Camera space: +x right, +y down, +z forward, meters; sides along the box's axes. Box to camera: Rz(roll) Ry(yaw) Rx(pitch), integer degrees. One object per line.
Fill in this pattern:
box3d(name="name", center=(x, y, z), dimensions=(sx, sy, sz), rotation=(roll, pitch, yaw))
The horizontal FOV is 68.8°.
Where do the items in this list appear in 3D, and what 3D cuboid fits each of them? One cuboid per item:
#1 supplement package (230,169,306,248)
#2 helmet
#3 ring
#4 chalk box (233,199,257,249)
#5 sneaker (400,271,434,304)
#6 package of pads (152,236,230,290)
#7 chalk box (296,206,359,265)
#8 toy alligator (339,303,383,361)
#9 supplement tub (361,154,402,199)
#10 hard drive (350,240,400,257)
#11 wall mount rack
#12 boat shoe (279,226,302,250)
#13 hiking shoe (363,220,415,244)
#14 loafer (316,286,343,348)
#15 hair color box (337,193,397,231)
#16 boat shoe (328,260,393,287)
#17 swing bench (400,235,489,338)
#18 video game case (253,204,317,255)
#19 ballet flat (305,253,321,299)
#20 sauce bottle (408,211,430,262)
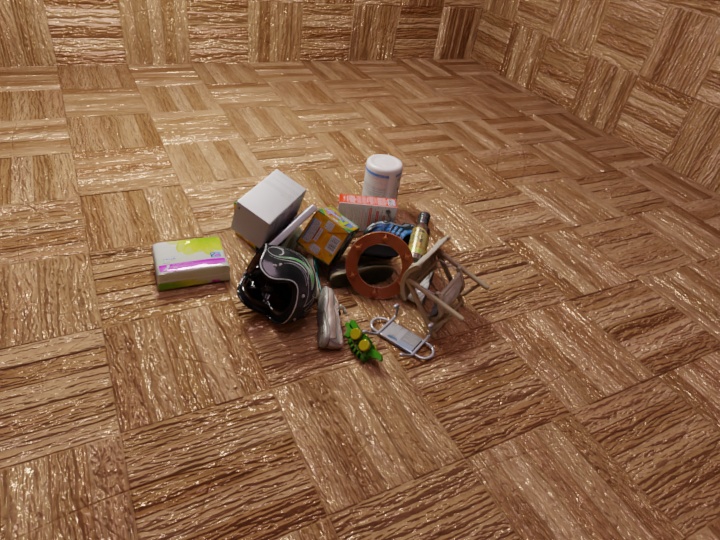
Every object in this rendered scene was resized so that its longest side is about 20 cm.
box3d(name="supplement package", center=(-0.269, -0.182, 1.548), dimensions=(0.117, 0.118, 0.200), rotation=(35, 48, 3))
box3d(name="helmet", center=(-0.209, 0.039, 1.400), dimensions=(0.190, 0.200, 0.201), rotation=(31, 33, -18))
box3d(name="ring", center=(0.055, -0.012, 1.517), dimensions=(0.199, 0.202, 0.019), rotation=(7, 16, -3))
box3d(name="chalk box", center=(-0.295, -0.177, 1.713), dimensions=(0.199, 0.125, 0.124), rotation=(-28, 51, -37))
box3d(name="sneaker", center=(0.180, 0.023, 1.601), dimensions=(0.080, 0.071, 0.201), rotation=(15, 38, 12))
box3d(name="package of pads", center=(-0.492, -0.026, 1.521), dimensions=(0.199, 0.069, 0.155), rotation=(-9, 41, -23))
box3d(name="chalk box", center=(-0.091, -0.112, 1.623), dimensions=(0.124, 0.125, 0.200), rotation=(36, 13, 3))
box3d(name="toy alligator", center=(-0.015, 0.174, 1.370), dimensions=(0.054, 0.059, 0.200), rotation=(-43, 59, 4))
box3d(name="supplement tub", center=(0.074, -0.301, 1.889), dimensions=(0.131, 0.201, 0.132), rotation=(6, 37, -5))
box3d(name="hard drive", center=(0.041, -0.061, 1.617), dimensions=(0.139, 0.033, 0.200), rotation=(7, -2, -3))
box3d(name="wall mount rack", center=(0.098, 0.170, 1.386), dimensions=(0.199, 0.075, 0.174), rotation=(28, 41, 24))
box3d(name="boat shoe", center=(-0.225, -0.069, 1.642), dimensions=(0.065, 0.074, 0.202), rotation=(46, 32, -16))
box3d(name="hiking shoe", center=(0.109, -0.118, 1.763), dimensions=(0.199, 0.075, 0.087), rotation=(-4, 38, -17))
box3d(name="loafer", center=(-0.080, 0.130, 1.419), dimensions=(0.063, 0.072, 0.201), rotation=(17, 41, -19))
box3d(name="hair color box", center=(0.019, -0.195, 1.814), dimensions=(0.198, 0.111, 0.064), rotation=(5, 37, -6))
box3d(name="boat shoe", center=(-0.001, 0.001, 1.589), dimensions=(0.199, 0.072, 0.066), rotation=(-9, 46, -16))
box3d(name="swing bench", center=(0.224, 0.041, 1.472), dimensions=(0.200, 0.130, 0.199), rotation=(51, 45, 2))
box3d(name="video game case", center=(-0.227, -0.112, 1.568), dimensions=(0.200, 0.182, 0.023), rotation=(-44, 101, -17))
box3d(name="ballet flat", center=(-0.152, 0.010, 1.556), dimensions=(0.069, 0.070, 0.201), rotation=(2, 38, -10))
box3d(name="sauce bottle", center=(0.193, -0.104, 1.721), dimensions=(0.064, 0.065, 0.201), rotation=(12, 58, 4))
